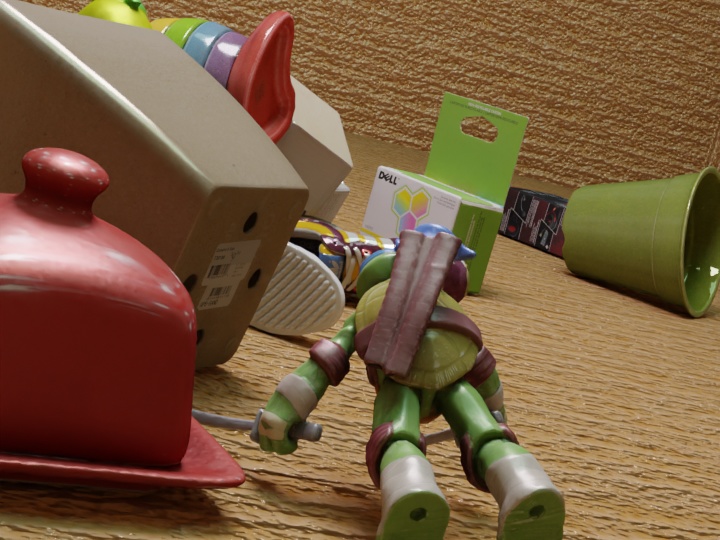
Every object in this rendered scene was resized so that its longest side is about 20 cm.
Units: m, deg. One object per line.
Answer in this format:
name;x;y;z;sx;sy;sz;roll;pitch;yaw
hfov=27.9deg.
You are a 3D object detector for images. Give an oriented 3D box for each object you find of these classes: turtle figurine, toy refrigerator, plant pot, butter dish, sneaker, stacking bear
turtle figurine;0.022;0.095;0.791;0.144;0.200;0.195;36;17;-34
toy refrigerator;-0.064;-0.128;1.457;0.076;0.070;0.200;36;14;-17
plant pot;0.382;-0.049;1.982;0.188;0.202;0.199;8;4;30
butter dish;-0.162;0.013;0.722;0.198;0.149;0.200;10;11;-31
sneaker;-0.090;-0.003;1.187;0.199;0.073;0.114;19;7;19
sneaker;0.000;0.000;1.343;0.198;0.076;0.090;11;13;18
stacking bear;-0.171;-0.180;1.307;0.198;0.122;0.114;15;41;16
plant pot;-0.155;-0.035;0.941;0.176;0.201;0.199;33;14;20

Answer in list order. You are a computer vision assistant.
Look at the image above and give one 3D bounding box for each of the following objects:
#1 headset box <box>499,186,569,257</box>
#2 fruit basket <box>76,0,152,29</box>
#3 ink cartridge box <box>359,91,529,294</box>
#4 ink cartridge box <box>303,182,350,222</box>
headset box;0.324;-0.064;2.239;0.148;0.076;0.199;6;14;-47
fruit basket;-0.237;-0.119;1.149;0.154;0.218;0.216;1;6;11
ink cartridge box;0.089;-0.093;1.614;0.075;0.202;0.147;8;12;-41
ink cartridge box;-0.120;-0.092;1.521;0.146;0.085;0.200;36;14;18
